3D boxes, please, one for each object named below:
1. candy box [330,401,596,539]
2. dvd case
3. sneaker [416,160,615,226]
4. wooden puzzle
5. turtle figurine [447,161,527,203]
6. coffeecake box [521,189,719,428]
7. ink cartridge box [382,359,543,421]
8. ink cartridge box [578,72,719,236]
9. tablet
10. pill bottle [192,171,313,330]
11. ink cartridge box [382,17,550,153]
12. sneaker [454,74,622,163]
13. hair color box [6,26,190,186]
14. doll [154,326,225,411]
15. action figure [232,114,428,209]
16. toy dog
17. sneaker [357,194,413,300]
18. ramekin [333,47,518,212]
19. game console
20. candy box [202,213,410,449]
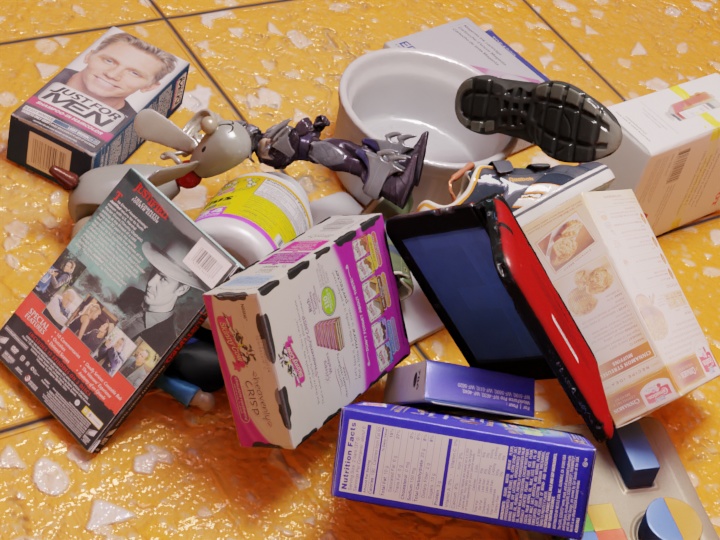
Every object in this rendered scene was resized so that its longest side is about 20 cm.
[{"bbox_3d":[0.083,0.156,1.196,0.197,0.078,0.169,10,-2,6],"label":"candy box"},{"bbox_3d":[-0.209,0.032,1.262,0.146,0.201,0.022,39,2,24],"label":"dvd case"},{"bbox_3d":[0.146,-0.072,1.413,0.198,0.079,0.080,-26,78,-16],"label":"sneaker"},{"bbox_3d":[0.223,0.202,1.315,0.197,0.047,0.187,0,44,-20],"label":"wooden puzzle"},{"bbox_3d":[0.182,-0.037,1.490,0.198,0.064,0.164,-5,83,-36],"label":"turtle figurine"},{"bbox_3d":[0.246,0.030,1.387,0.153,0.073,0.202,-7,70,-62],"label":"coffeecake box"},{"bbox_3d":[0.086,0.105,1.275,0.098,0.200,0.040,11,83,-10],"label":"ink cartridge box"},{"bbox_3d":[0.331,-0.118,1.626,0.198,0.146,0.083,-19,51,-35],"label":"ink cartridge box"},{"bbox_3d":[0.000,0.000,1.479,0.129,0.014,0.200,-24,55,-37],"label":"tablet"},{"bbox_3d":[-0.103,-0.027,1.368,0.103,0.105,0.200,21,23,3],"label":"pill bottle"},{"bbox_3d":[0.155,-0.224,1.756,0.199,0.044,0.196,-25,56,-36],"label":"ink cartridge box"},{"bbox_3d":[0.189,-0.159,1.495,0.079,0.076,0.199,-5,22,-45],"label":"sneaker"},{"bbox_3d":[-0.267,-0.166,1.527,0.099,0.061,0.201,25,41,8],"label":"hair color box"},{"bbox_3d":[-0.140,0.073,1.322,0.197,0.049,0.137,-2,36,-24],"label":"doll"},{"bbox_3d":[-0.038,-0.119,1.451,0.197,0.070,0.130,13,16,7],"label":"action figure"},{"bbox_3d":[-0.209,-0.097,1.388,0.200,0.096,0.132,-42,38,-1],"label":"toy dog"},{"bbox_3d":[0.017,-0.006,1.438,0.089,0.067,0.200,36,44,8],"label":"sneaker"},{"bbox_3d":[0.063,-0.139,1.588,0.197,0.098,0.202,10,41,-9],"label":"ramekin"},{"bbox_3d":[0.115,0.049,1.263,0.118,0.201,0.173,-26,28,15],"label":"game console"},{"bbox_3d":[-0.040,0.047,1.263,0.060,0.138,0.200,-2,18,33],"label":"candy box"}]
